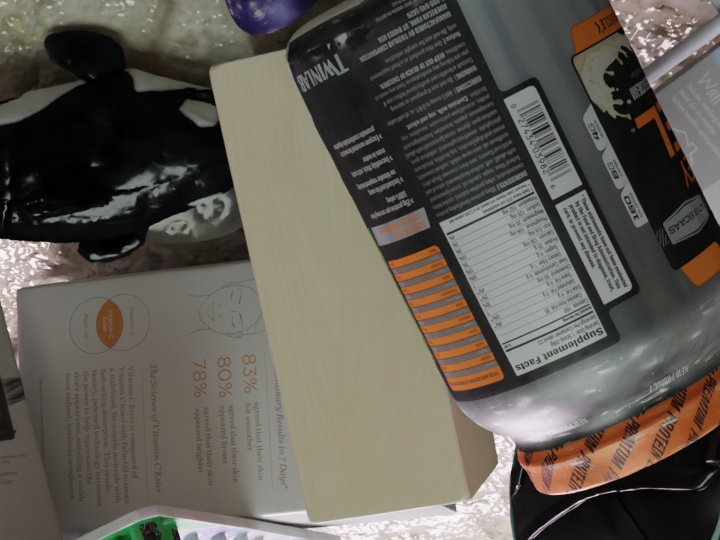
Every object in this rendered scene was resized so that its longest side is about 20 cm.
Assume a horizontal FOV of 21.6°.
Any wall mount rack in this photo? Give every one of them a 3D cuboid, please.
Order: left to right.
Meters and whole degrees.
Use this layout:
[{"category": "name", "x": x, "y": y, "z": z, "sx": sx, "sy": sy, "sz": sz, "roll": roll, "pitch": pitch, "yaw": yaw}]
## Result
[{"category": "wall mount rack", "x": 0.179, "y": -0.050, "z": 0.767, "sx": 0.173, "sy": 0.075, "sz": 0.200, "roll": -36, "pitch": 98, "yaw": 34}]

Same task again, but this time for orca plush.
[{"category": "orca plush", "x": -0.144, "y": -0.050, "z": 0.823, "sx": 0.198, "sy": 0.071, "sz": 0.106, "roll": 12, "pitch": 108, "yaw": -7}]

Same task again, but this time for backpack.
[{"category": "backpack", "x": 0.166, "y": 0.093, "z": 0.939, "sx": 0.152, "sy": 0.177, "sz": 0.200, "roll": 17, "pitch": 156, "yaw": -30}]

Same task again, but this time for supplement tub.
[{"category": "supplement tub", "x": 0.065, "y": -0.025, "z": 0.721, "sx": 0.122, "sy": 0.122, "sz": 0.201, "roll": -24, "pitch": 96, "yaw": 31}]

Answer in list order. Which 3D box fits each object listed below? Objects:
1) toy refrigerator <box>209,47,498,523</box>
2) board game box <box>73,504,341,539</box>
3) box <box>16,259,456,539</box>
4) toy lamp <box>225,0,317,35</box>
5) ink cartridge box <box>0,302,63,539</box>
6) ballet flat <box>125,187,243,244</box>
[{"category": "toy refrigerator", "x": 0.000, "y": 0.000, "z": 0.822, "sx": 0.075, "sy": 0.070, "sz": 0.202, "roll": -11, "pitch": 96, "yaw": 17}, {"category": "board game box", "x": -0.128, "y": 0.172, "z": 0.906, "sx": 0.199, "sy": 0.026, "sz": 0.200, "roll": -27, "pitch": 159, "yaw": 17}, {"category": "box", "x": -0.060, "y": 0.066, "z": 0.939, "sx": 0.198, "sy": 0.126, "sz": 0.097, "roll": -6, "pitch": 167, "yaw": 13}, {"category": "toy lamp", "x": -0.085, "y": -0.167, "z": 0.709, "sx": 0.058, "sy": 0.059, "sz": 0.200, "roll": -20, "pitch": 137, "yaw": 27}, {"category": "ink cartridge box", "x": -0.216, "y": 0.078, "z": 0.917, "sx": 0.066, "sy": 0.201, "sz": 0.116, "roll": -1, "pitch": 151, "yaw": -38}, {"category": "ballet flat", "x": -0.140, "y": -0.048, "z": 0.888, "sx": 0.198, "sy": 0.046, "sz": 0.068, "roll": -1, "pitch": 110, "yaw": -3}]
